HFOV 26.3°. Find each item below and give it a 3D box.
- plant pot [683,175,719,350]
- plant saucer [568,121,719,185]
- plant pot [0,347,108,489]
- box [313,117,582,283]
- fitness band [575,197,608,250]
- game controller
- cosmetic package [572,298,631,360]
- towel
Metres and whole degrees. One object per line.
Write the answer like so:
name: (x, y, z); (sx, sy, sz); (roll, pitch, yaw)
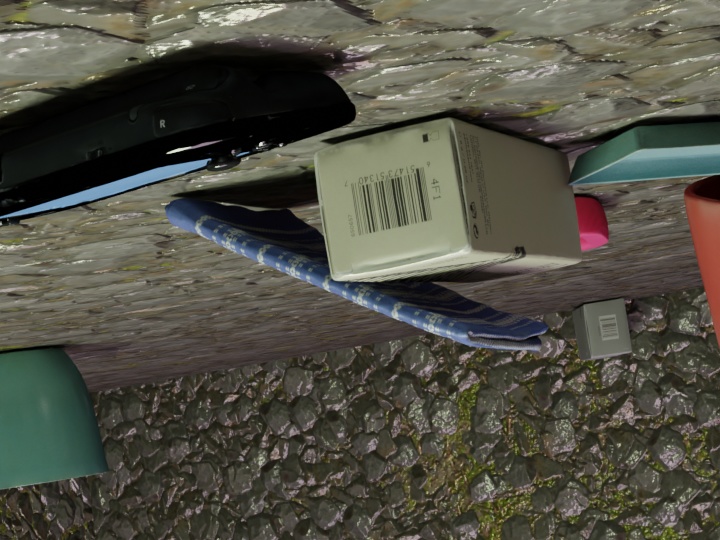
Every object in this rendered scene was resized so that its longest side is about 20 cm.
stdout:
plant pot: (0.324, 0.024, 1.044); (0.198, 0.179, 0.201); (-6, -170, 1)
plant saucer: (0.218, -0.073, 0.915); (0.198, 0.019, 0.070); (-7, 169, -31)
plant pot: (-0.421, 0.183, 1.900); (0.198, 0.163, 0.201); (-9, 176, -1)
box: (0.053, -0.032, 0.831); (0.081, 0.069, 0.200); (-11, 174, 25)
fitness band: (0.124, -0.025, 1.218); (0.142, 0.038, 0.200); (-10, 176, 14)
game controller: (-0.098, -0.043, 0.622); (0.199, 0.043, 0.104); (-12, 174, 38)
cosmetic package: (0.463, 0.115, 2.956); (0.089, 0.108, 0.200); (-9, 173, -2)
towel: (0.000, 0.000, 0.882); (0.198, 0.024, 0.144); (22, -174, 24)
